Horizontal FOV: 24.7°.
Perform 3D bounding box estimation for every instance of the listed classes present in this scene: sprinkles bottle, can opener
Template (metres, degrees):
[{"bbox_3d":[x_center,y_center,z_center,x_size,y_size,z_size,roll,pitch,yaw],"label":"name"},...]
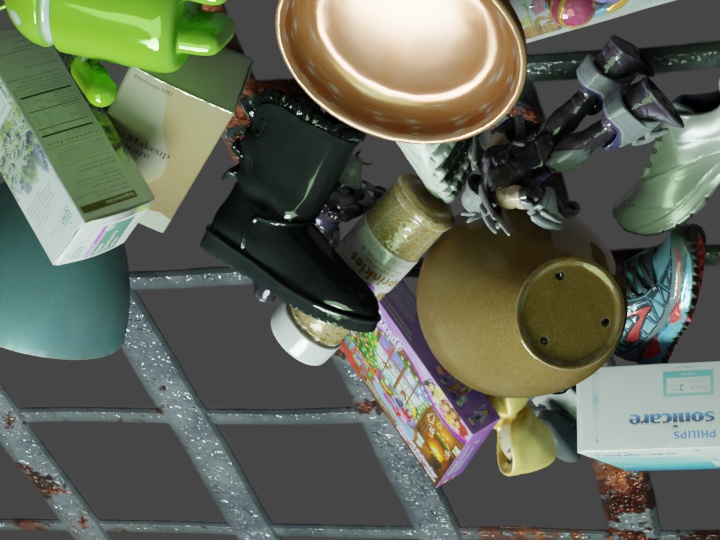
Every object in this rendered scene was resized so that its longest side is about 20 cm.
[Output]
[{"bbox_3d":[0.000,0.000,1.513,0.068,0.068,0.200,31,118,-21],"label":"sprinkles bottle"},{"bbox_3d":[0.179,0.121,1.701,0.052,0.067,0.200,-25,123,38],"label":"can opener"}]

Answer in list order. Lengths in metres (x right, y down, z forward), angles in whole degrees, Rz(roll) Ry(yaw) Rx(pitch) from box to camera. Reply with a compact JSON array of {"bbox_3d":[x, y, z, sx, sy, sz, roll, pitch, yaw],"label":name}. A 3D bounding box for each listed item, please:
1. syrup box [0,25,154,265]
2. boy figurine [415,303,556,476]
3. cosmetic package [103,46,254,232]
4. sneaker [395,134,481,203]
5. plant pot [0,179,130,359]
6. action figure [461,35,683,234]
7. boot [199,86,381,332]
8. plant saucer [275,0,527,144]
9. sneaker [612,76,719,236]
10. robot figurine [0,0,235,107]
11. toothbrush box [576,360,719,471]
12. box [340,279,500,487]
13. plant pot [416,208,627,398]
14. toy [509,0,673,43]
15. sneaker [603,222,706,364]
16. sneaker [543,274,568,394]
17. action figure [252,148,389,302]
[{"bbox_3d":[-0.271,-0.113,1.446,0.201,0.081,0.079,58,140,12],"label":"syrup box"},{"bbox_3d":[0.121,0.112,1.618,0.201,0.064,0.124,61,155,7],"label":"boy figurine"},{"bbox_3d":[-0.184,-0.130,1.492,0.105,0.071,0.200,24,141,-11],"label":"cosmetic package"},{"bbox_3d":[0.050,-0.139,1.420,0.081,0.075,0.201,16,148,30],"label":"sneaker"},{"bbox_3d":[-0.310,-0.018,1.604,0.199,0.200,0.136,17,107,-4],"label":"plant pot"},{"bbox_3d":[0.161,-0.099,1.362,0.200,0.131,0.069,-36,138,23],"label":"action figure"},{"bbox_3d":[-0.042,-0.057,1.452,0.198,0.073,0.163,30,105,19],"label":"boot"},{"bbox_3d":[0.033,-0.180,1.266,0.199,0.038,0.201,12,142,9],"label":"plant saucer"},{"bbox_3d":[0.280,-0.104,1.393,0.087,0.075,0.200,38,131,-11],"label":"sneaker"},{"bbox_3d":[-0.201,-0.229,1.338,0.198,0.116,0.177,13,115,5],"label":"robot figurine"},{"bbox_3d":[0.305,0.145,1.603,0.145,0.086,0.200,-5,168,23],"label":"toothbrush box"},{"bbox_3d":[0.049,0.101,1.623,0.201,0.039,0.137,55,153,17],"label":"box"},{"bbox_3d":[0.157,0.028,1.418,0.185,0.188,0.200,21,179,-8],"label":"plant pot"},{"bbox_3d":[0.157,-0.223,1.286,0.199,0.047,0.115,-10,136,29],"label":"toy"},{"bbox_3d":[0.262,0.025,1.538,0.095,0.080,0.201,15,142,3],"label":"sneaker"},{"bbox_3d":[0.181,0.047,1.587,0.070,0.083,0.200,-2,139,19],"label":"sneaker"},{"bbox_3d":[-0.040,-0.043,1.561,0.129,0.070,0.201,26,127,-5],"label":"action figure"}]
